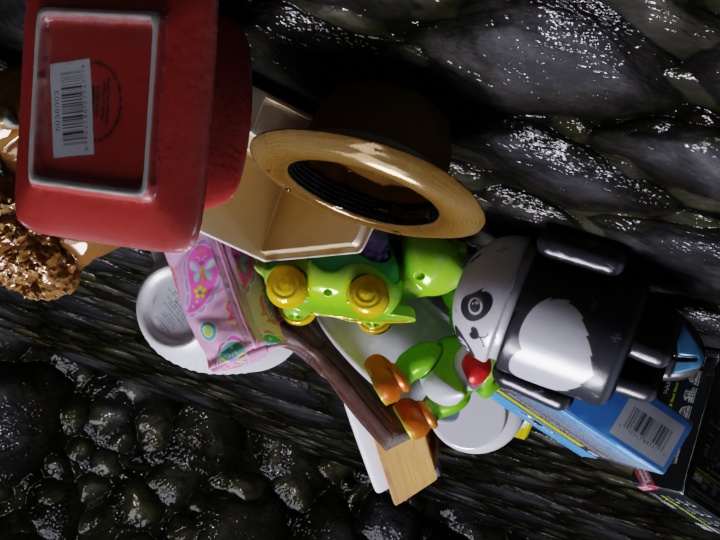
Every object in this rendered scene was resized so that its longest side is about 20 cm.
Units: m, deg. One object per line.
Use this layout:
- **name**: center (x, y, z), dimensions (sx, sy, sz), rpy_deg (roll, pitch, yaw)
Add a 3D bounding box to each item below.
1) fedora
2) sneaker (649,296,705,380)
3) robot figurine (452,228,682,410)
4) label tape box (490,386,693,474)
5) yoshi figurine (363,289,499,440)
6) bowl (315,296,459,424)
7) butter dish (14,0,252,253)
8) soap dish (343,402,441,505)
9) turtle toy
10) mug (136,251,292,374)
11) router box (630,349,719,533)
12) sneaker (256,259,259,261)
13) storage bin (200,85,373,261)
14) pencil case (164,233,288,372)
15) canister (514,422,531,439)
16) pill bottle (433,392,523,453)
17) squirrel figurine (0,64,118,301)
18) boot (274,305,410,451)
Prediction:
- **fedora**: center (0.013, -0.091, 1.347), dimensions (0.200, 0.082, 0.201), rpy_deg (18, 167, 4)
- **sneaker**: center (0.265, 0.064, 1.693), dimensions (0.082, 0.073, 0.200), rpy_deg (23, 178, -34)
- **robot figurine**: center (0.180, 0.046, 1.583), dimensions (0.200, 0.151, 0.125), rpy_deg (21, 178, 7)
- **label tape box**: center (0.216, 0.131, 1.756), dimensions (0.144, 0.063, 0.200), rpy_deg (33, 172, -13)
- **yoshi figurine**: center (0.105, 0.068, 1.712), dimensions (0.112, 0.200, 0.112), rpy_deg (58, -176, 19)
- **bowl**: center (0.051, 0.055, 1.816), dimensions (0.201, 0.090, 0.201), rpy_deg (38, -163, -14)
- **butter dish**: center (-0.145, -0.120, 1.308), dimensions (0.199, 0.200, 0.148), rpy_deg (8, -173, 38)
- **soap dish**: center (0.037, 0.138, 2.008), dimensions (0.081, 0.157, 0.200), rpy_deg (-8, 127, 11)
- **turtle toy**: center (0.000, 0.000, 1.663), dimensions (0.200, 0.101, 0.146), rpy_deg (6, 170, 4)
- **mug**: center (-0.168, 0.016, 1.905), dimensions (0.148, 0.200, 0.175), rpy_deg (-32, 167, 20)
- **router box**: center (0.363, 0.180, 1.840), dimensions (0.062, 0.150, 0.200), rpy_deg (9, 164, 37)
- **sneaker**: center (-0.073, -0.026, 1.775), dimensions (0.200, 0.075, 0.085), rpy_deg (9, 164, 37)
- **storage bin**: center (-0.105, -0.090, 1.502), dimensions (0.200, 0.094, 0.198), rpy_deg (25, 166, -26)
- **pencil case**: center (-0.139, -0.005, 1.712), dimensions (0.087, 0.200, 0.087), rpy_deg (-19, 179, 0)
- **canister**: center (0.119, 0.136, 2.170), dimensions (0.200, 0.087, 0.149), rpy_deg (16, 167, 5)
- **pill bottle**: center (0.133, 0.144, 1.990), dimensions (0.111, 0.111, 0.200), rpy_deg (17, -173, 9)
- **squirrel figurine**: center (-0.299, -0.081, 1.609), dimensions (0.141, 0.200, 0.187), rpy_deg (21, 159, 43)
- **boot**: center (-0.002, 0.101, 1.828), dimensions (0.200, 0.064, 0.186), rpy_deg (41, -163, 10)
